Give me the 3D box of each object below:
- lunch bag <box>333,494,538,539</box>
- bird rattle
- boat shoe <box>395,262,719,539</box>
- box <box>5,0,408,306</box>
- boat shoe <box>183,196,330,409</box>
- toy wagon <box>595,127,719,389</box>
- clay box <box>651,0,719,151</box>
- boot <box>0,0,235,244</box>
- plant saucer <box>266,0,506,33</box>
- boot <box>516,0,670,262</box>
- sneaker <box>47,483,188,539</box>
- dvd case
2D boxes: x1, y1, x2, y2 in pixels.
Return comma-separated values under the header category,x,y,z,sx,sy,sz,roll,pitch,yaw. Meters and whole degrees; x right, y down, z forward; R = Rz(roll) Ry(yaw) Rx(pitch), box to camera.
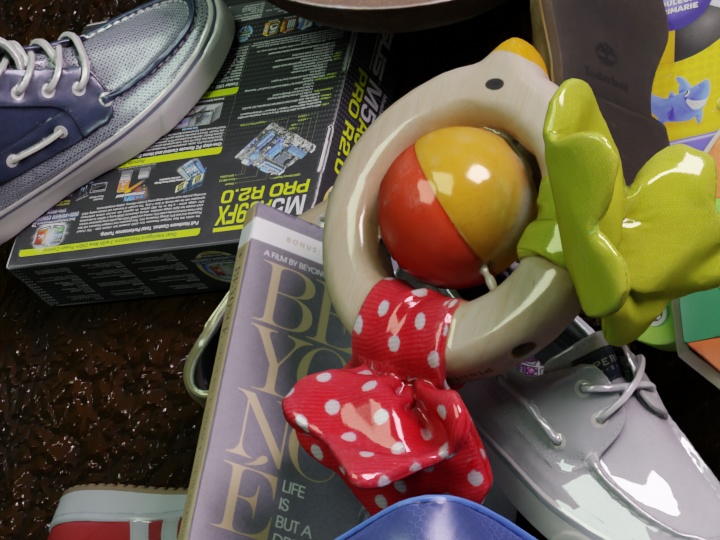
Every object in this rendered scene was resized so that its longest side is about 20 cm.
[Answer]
category,x,y,z,sx,sy,sz,roll,pitch,yaw
lunch bag,0.031,0.172,0.838,0.135,0.200,0.133,-32,44,21
bird rattle,0.046,0.000,0.902,0.200,0.112,0.164,-41,50,24
boat shoe,0.088,0.053,0.935,0.072,0.069,0.200,-18,51,-35
box,-0.080,-0.067,1.196,0.199,0.044,0.161,-7,57,33
boat shoe,0.000,0.000,1.057,0.200,0.068,0.075,-45,76,9
toy wagon,0.180,-0.001,0.930,0.199,0.039,0.157,-13,71,29
clay box,0.155,-0.122,1.057,0.114,0.048,0.201,-13,56,29
boot,-0.164,-0.093,1.179,0.200,0.090,0.073,-39,45,8
plant saucer,0.021,-0.175,1.159,0.199,0.037,0.201,-5,39,4
boot,0.091,-0.084,1.004,0.075,0.073,0.201,-44,32,42
sneaker,-0.078,0.155,1.020,0.199,0.071,0.113,-8,52,41
dvd case,0.002,0.082,0.969,0.016,0.148,0.201,-41,33,54
